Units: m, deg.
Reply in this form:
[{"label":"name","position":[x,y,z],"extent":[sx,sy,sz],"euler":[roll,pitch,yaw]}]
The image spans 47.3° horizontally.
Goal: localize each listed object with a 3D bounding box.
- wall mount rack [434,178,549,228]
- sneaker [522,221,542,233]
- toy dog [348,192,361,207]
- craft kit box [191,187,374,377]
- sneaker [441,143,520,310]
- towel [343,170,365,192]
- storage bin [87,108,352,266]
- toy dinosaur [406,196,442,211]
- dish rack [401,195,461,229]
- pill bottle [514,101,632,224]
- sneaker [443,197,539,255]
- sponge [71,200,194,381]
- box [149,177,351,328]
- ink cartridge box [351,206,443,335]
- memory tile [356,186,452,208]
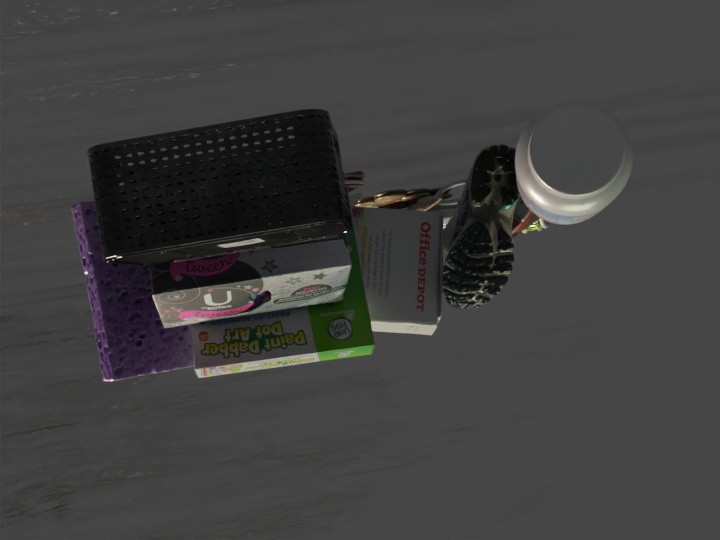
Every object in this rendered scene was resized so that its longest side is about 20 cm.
[{"label":"wall mount rack","position":[0.216,-0.114,1.195],"extent":[0.200,0.075,0.174],"euler":[-9,-150,26]},{"label":"sneaker","position":[0.273,-0.096,1.312],"extent":[0.075,0.077,0.200],"euler":[-8,-169,27]},{"label":"toy dog","position":[-0.032,-0.050,1.189],"extent":[0.096,0.132,0.200],"euler":[1,-165,-30]},{"label":"craft kit box","position":[-0.097,0.011,0.940],"extent":[0.200,0.198,0.049],"euler":[-8,163,-7]},{"label":"sneaker","position":[0.148,-0.051,0.981],"extent":[0.078,0.200,0.086],"euler":[15,-169,-1]},{"label":"towel","position":[-0.104,-0.093,1.013],"extent":[0.144,0.023,0.200],"euler":[-5,174,-35]},{"label":"storage bin","position":[-0.114,-0.065,0.706],"extent":[0.200,0.094,0.135],"euler":[-8,178,3]},{"label":"toy dinosaur","position":[0.067,-0.035,1.194],"extent":[0.086,0.200,0.136],"euler":[23,-156,12]},{"label":"dish rack","position":[0.099,-0.086,1.317],"extent":[0.172,0.044,0.200],"euler":[-6,176,-44]},{"label":"pill bottle","position":[0.207,-0.104,0.811],"extent":[0.109,0.109,0.200],"euler":[-9,177,12]},{"label":"sneaker","position":[0.196,-0.069,1.055],"extent":[0.200,0.077,0.082],"euler":[-36,148,-1]},{"label":"sponge","position":[-0.253,0.019,0.930],"extent":[0.030,0.200,0.111],"euler":[-14,176,44]},{"label":"box","position":[-0.120,-0.028,0.867],"extent":[0.200,0.132,0.115],"euler":[-9,160,-9]},{"label":"ink cartridge box","position":[0.000,0.000,1.023],"extent":[0.200,0.145,0.085],"euler":[4,166,2]},{"label":"memory tile","position":[0.036,-0.106,1.325],"extent":[0.153,0.017,0.200],"euler":[-8,177,-41]}]
